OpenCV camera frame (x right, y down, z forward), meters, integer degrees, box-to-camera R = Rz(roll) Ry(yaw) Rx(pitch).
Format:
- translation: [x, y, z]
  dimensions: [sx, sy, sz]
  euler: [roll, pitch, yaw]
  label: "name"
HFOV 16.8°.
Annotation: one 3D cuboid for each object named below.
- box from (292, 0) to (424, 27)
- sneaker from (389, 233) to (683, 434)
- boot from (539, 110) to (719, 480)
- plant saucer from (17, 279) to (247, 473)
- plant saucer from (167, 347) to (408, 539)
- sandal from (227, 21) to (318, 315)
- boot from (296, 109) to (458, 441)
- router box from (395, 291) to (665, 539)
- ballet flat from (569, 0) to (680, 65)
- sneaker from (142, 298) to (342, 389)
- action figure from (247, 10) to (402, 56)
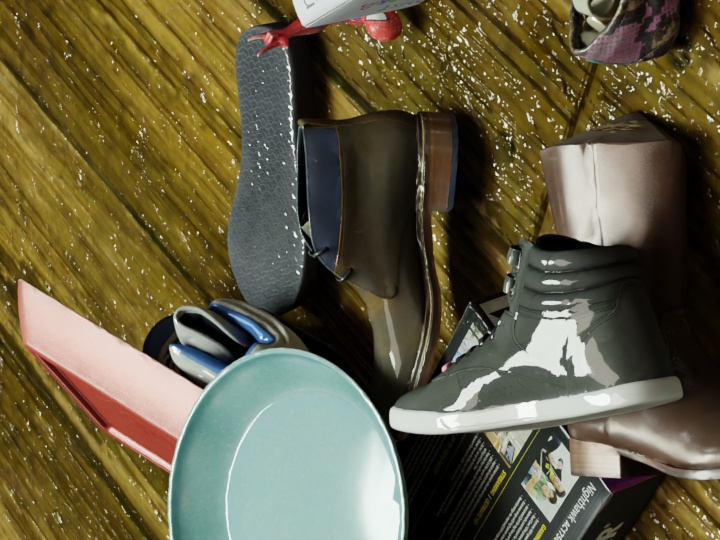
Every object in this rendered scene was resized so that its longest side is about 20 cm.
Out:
- translation: [0.014, -0.264, 1.404]
  dimensions: [0.176, 0.096, 0.202]
  euler: [-24, 82, 57]
  label: "box"
- translation: [0.088, 0.035, 1.322]
  dimensions: [0.199, 0.070, 0.100]
  euler: [-15, 81, 47]
  label: "sneaker"
- translation: [0.176, 0.010, 1.308]
  dimensions: [0.185, 0.064, 0.202]
  euler: [-4, 88, 40]
  label: "boot"
- translation: [-0.138, 0.103, 1.670]
  dimensions: [0.199, 0.037, 0.200]
  euler: [29, 166, 26]
  label: "plant saucer"
- translation: [-0.038, 0.148, 1.499]
  dimensions: [0.199, 0.036, 0.202]
  euler: [-3, 86, 41]
  label: "plant saucer"
- translation: [-0.047, -0.065, 1.624]
  dimensions: [0.076, 0.043, 0.202]
  euler: [19, 114, 41]
  label: "sandal"
- translation: [0.000, 0.000, 1.482]
  dimensions: [0.075, 0.096, 0.202]
  euler: [-167, 83, -80]
  label: "boot"
- translation: [0.090, 0.131, 1.479]
  dimensions: [0.150, 0.051, 0.201]
  euler: [54, 141, 26]
  label: "router box"
- translation: [0.134, -0.204, 1.274]
  dimensions: [0.069, 0.071, 0.202]
  euler: [25, 121, 50]
  label: "ballet flat"
- translation: [-0.099, 0.048, 1.641]
  dimensions: [0.199, 0.081, 0.147]
  euler: [28, 163, 39]
  label: "sneaker"
- translation: [-0.049, -0.209, 1.522]
  dimensions: [0.200, 0.098, 0.065]
  euler: [53, 141, 27]
  label: "action figure"
